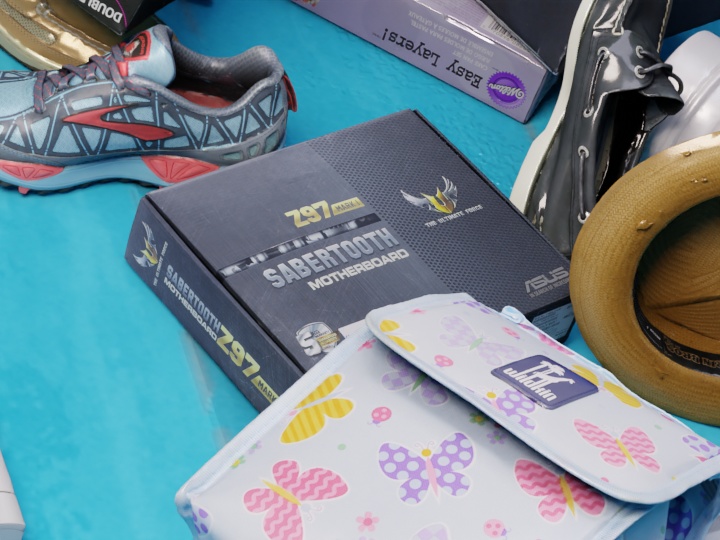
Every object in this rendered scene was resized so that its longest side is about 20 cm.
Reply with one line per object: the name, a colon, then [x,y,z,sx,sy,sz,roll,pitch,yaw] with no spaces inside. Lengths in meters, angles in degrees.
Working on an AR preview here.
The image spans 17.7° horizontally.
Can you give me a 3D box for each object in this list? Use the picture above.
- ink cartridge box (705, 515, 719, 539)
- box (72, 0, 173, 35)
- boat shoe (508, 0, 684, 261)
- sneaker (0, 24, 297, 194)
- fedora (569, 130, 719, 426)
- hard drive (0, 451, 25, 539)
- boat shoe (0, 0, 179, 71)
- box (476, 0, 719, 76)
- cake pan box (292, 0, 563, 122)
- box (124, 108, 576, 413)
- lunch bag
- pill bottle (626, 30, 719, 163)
ink cartridge box: [0.137,0.157,1.123,0.199,0.041,0.200,1,44,-22]
box: [-0.148,-0.253,1.225,0.200,0.149,0.124,36,29,4]
boat shoe: [0.146,-0.093,1.286,0.066,0.200,0.074,22,-5,34]
sneaker: [-0.132,-0.098,1.240,0.200,0.096,0.079,2,44,-22]
fedora: [0.210,-0.010,1.231,0.200,0.201,0.082,15,32,-8]
hard drive: [-0.246,0.053,1.080,0.132,0.027,0.200,-3,46,-26]
boat shoe: [-0.185,-0.167,1.306,0.200,0.076,0.072,28,41,7]
box: [0.141,-0.243,1.423,0.200,0.124,0.197,-22,60,-40]
cake pan box: [0.064,-0.194,1.464,0.200,0.052,0.184,27,43,7]
box: [0.000,0.000,1.225,0.200,0.051,0.158,-19,54,-38]
lunch bag: [0.045,0.105,1.029,0.170,0.127,0.200,36,60,29]
pill bottle: [0.254,-0.047,1.334,0.200,0.120,0.120,37,43,17]
